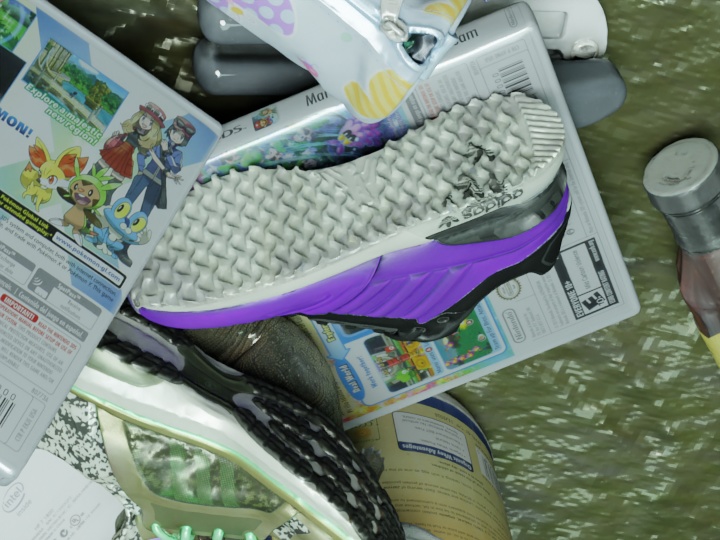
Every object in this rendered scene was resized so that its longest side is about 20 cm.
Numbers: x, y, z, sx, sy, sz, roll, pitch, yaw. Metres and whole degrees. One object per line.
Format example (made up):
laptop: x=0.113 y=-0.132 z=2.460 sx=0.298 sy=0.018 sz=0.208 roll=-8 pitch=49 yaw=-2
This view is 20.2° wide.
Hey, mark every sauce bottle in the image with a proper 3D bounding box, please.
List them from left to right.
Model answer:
sauce bottle: x=0.200 y=0.018 z=1.035 sx=0.066 sy=0.066 sz=0.200 roll=-28 pitch=126 yaw=13

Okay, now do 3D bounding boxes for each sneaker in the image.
sneaker: x=-0.070 y=0.089 z=0.873 sx=0.199 sy=0.077 sz=0.089 roll=33 pitch=109 yaw=-1
sneaker: x=0.000 y=0.000 z=0.880 sx=0.198 sy=0.070 sz=0.100 roll=-16 pitch=138 yaw=2

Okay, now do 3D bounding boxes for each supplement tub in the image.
supplement tub: x=0.012 y=0.166 z=1.032 sx=0.143 sy=0.201 sz=0.145 roll=-4 pitch=126 yaw=-5

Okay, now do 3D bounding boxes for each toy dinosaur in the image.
toy dinosaur: x=-0.047 y=0.070 z=0.936 sx=0.102 sy=0.077 sz=0.201 roll=-27 pitch=97 yaw=-10

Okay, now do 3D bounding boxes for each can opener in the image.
can opener: x=0.025 y=-0.096 z=0.924 sx=0.198 sy=0.067 sz=0.054 roll=-2 pitch=127 yaw=-15

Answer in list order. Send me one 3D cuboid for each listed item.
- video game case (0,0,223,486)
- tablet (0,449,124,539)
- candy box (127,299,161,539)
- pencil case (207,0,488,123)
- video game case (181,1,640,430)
video game case: x=-0.177 y=-0.043 z=0.803 sx=0.199 sy=0.183 sz=0.022 roll=35 pitch=151 yaw=-11
tablet: x=-0.164 y=0.100 z=0.926 sx=0.200 sy=0.014 sz=0.130 roll=-50 pitch=120 yaw=-13
candy box: x=-0.174 y=0.101 z=1.038 sx=0.166 sy=0.072 sz=0.201 roll=5 pitch=125 yaw=-10
pencil case: x=-0.047 y=-0.143 z=0.804 sx=0.199 sy=0.091 sz=0.083 roll=36 pitch=114 yaw=-12
video game case: x=0.022 y=-0.015 z=0.937 sx=0.181 sy=0.024 sz=0.201 roll=-22 pitch=135 yaw=6
